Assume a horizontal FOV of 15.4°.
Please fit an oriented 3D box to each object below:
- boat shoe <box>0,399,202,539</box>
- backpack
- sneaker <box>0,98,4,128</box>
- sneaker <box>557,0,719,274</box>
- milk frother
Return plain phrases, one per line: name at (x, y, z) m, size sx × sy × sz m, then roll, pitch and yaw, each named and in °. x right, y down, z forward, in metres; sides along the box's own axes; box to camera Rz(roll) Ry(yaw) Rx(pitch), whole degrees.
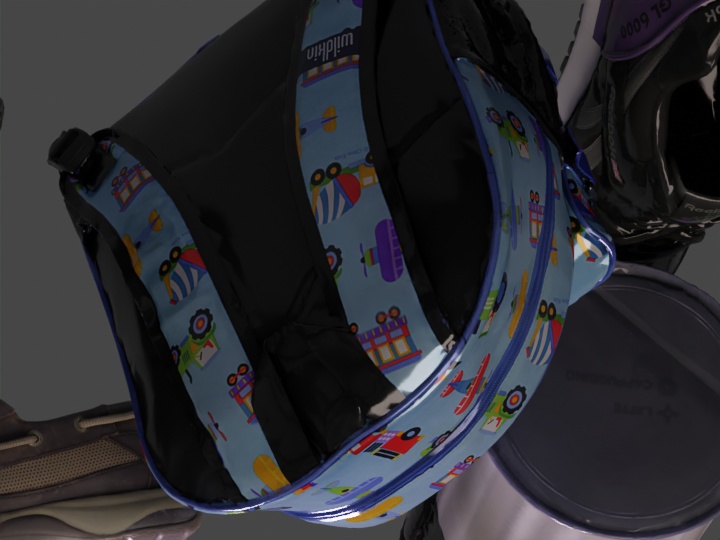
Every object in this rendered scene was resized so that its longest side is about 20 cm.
boat shoe at (-0.160, 0.086, 1.057) m, size 0.199 × 0.074 × 0.074 m, roll 0°, pitch 156°, yaw -36°
backpack at (0.000, 0.000, 0.935) m, size 0.182 × 0.200 × 0.134 m, roll -38°, pitch 134°, yaw 19°
sneaker at (-0.200, -0.008, 0.963) m, size 0.090 × 0.076 × 0.200 m, roll 25°, pitch 129°, yaw -13°
sneaker at (0.111, -0.039, 1.015) m, size 0.075 × 0.088 × 0.200 m, roll -7°, pitch 137°, yaw -12°
milk frother at (0.054, 0.123, 1.060) m, size 0.180 × 0.201 × 0.188 m, roll 6°, pitch 152°, yaw -5°
